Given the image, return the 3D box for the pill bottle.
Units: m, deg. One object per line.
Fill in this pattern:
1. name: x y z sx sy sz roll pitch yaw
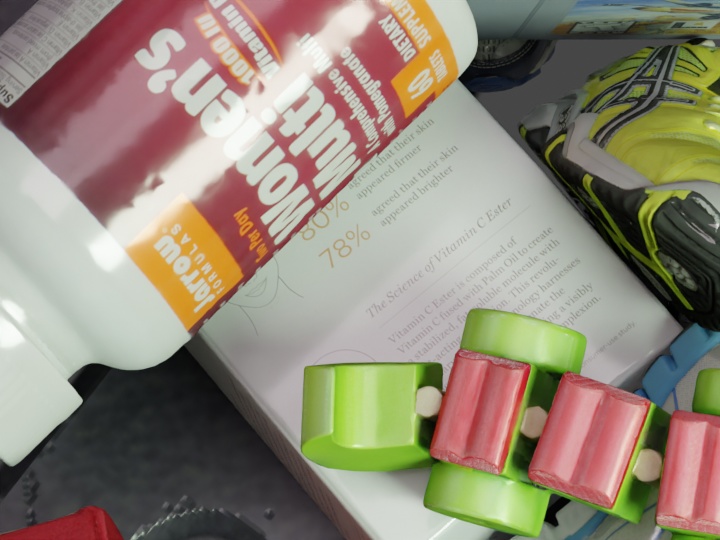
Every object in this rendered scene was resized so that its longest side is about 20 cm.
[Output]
1. pill bottle: -0.068 -0.040 0.794 0.110 0.110 0.200 43 81 16

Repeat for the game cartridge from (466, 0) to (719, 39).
1. game cartridge: 0.115 -0.102 0.849 0.199 0.133 0.042 0 92 -2

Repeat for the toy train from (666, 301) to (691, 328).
1. toy train: 0.155 -0.066 0.927 0.046 0.034 0.201 14 73 7

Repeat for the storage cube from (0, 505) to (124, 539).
1. storage cube: -0.127 0.197 0.779 0.170 0.200 0.180 -14 65 0

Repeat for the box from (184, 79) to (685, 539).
1. box: 0.000 0.000 0.884 0.124 0.098 0.200 -39 74 -8

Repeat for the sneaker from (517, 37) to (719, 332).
1. sneaker: 0.104 -0.040 0.825 0.076 0.200 0.075 -40 108 4

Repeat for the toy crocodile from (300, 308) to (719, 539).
1. toy crocodile: 0.078 0.055 0.766 0.199 0.062 0.068 13 84 19

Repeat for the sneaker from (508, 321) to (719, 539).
1. sneaker: 0.105 0.094 0.816 0.200 0.075 0.087 -51 31 17

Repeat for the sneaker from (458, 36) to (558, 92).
1. sneaker: 0.036 -0.165 0.942 0.077 0.085 0.201 -6 72 2
